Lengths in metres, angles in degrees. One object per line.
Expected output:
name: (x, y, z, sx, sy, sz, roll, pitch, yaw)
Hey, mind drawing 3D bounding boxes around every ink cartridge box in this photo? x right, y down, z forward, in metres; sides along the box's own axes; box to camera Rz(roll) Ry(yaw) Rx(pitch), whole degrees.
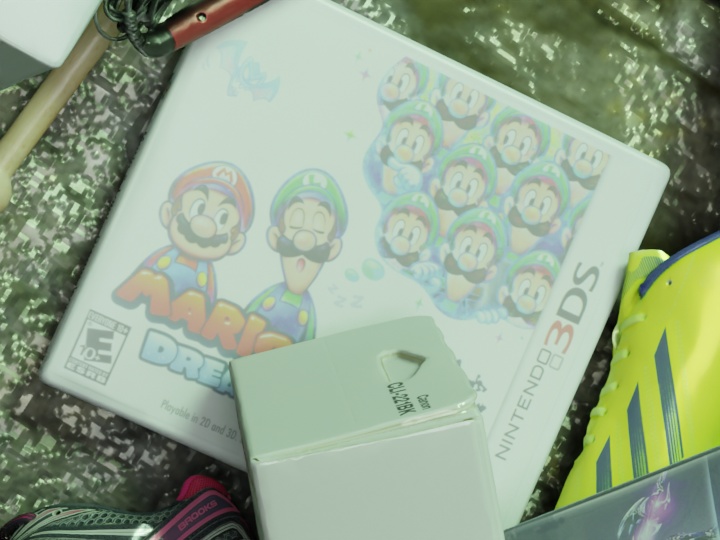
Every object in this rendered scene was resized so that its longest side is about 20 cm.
ink cartridge box: (0.012, 0.132, 0.934, 0.084, 0.144, 0.200, -11, 103, -4)

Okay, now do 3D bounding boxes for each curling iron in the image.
curling iron: (-0.014, -0.134, 0.981, 0.200, 0.026, 0.050, -25, 124, -24)

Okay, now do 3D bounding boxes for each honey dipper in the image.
honey dipper: (-0.093, -0.103, 0.981, 0.038, 0.038, 0.200, 38, 86, -10)

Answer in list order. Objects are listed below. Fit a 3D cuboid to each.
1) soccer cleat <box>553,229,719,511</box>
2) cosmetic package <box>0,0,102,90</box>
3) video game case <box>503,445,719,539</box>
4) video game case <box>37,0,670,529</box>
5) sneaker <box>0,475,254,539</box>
soccer cleat: (0.124, 0.038, 1.020, 0.084, 0.065, 0.200, 39, 81, -4)
cosmetic package: (-0.116, -0.178, 0.889, 0.123, 0.200, 0.199, 30, 85, -11)
video game case: (0.148, 0.130, 0.923, 0.200, 0.019, 0.143, -24, 63, 24)
video game case: (0.000, 0.000, 1.008, 0.200, 0.024, 0.182, 25, 86, -11)
sneaker: (-0.136, 0.129, 0.961, 0.200, 0.081, 0.075, -7, 71, -16)
